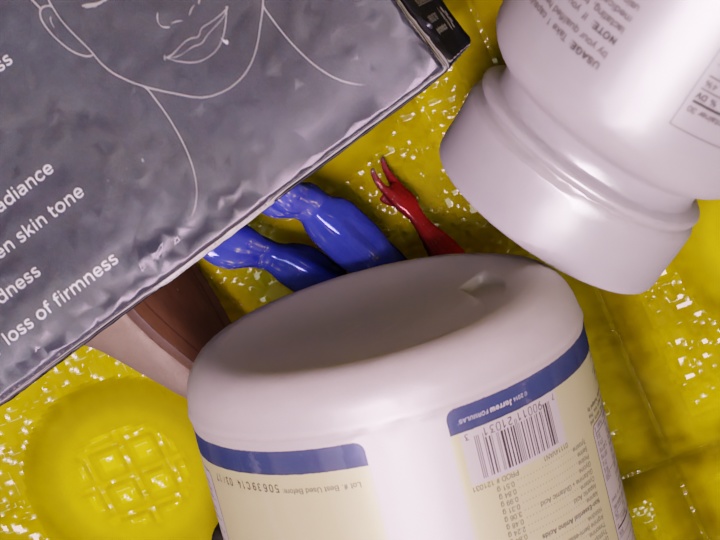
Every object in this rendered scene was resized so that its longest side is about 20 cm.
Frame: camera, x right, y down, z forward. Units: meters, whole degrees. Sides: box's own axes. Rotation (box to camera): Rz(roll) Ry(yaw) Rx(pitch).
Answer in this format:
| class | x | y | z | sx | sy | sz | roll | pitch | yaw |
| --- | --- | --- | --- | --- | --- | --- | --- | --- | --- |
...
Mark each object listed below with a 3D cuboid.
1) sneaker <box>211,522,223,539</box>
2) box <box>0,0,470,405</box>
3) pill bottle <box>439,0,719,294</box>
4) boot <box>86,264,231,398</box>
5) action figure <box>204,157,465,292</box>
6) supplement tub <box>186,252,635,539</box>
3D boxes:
| class | x | y | z | sx | sy | sz | roll | pitch | yaw |
| --- | --- | --- | --- | --- | --- | --- | --- | --- | --- |
| sneaker | 0.030 | 0.125 | 1.165 | 0.199 | 0.071 | 0.100 | -7 | 108 | 3 |
| box | -0.099 | -0.094 | 1.006 | 0.200 | 0.124 | 0.197 | -36 | 94 | 9 |
| pill bottle | 0.119 | -0.098 | 1.041 | 0.113 | 0.113 | 0.200 | 30 | 111 | -10 |
| boot | -0.156 | 0.007 | 1.129 | 0.146 | 0.070 | 0.200 | -35 | 102 | 19 |
| action figure | 0.000 | 0.000 | 1.125 | 0.200 | 0.052 | 0.065 | 35 | 115 | -15 |
| supplement tub | 0.028 | 0.108 | 1.055 | 0.144 | 0.145 | 0.201 | -12 | 105 | 8 |
